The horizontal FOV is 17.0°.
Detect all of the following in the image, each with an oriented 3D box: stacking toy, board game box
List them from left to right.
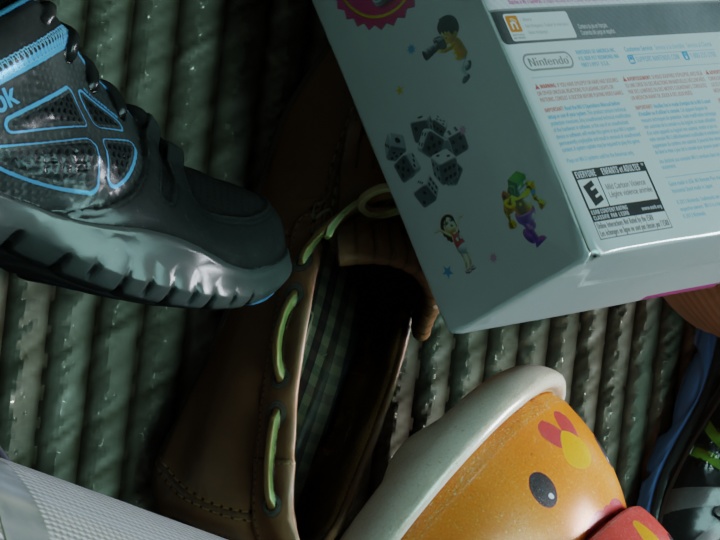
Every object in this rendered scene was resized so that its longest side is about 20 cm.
[{"bbox_3d":[0.057,-0.089,0.776,0.147,0.064,0.200,-8,71,-49],"label":"board game box"},{"bbox_3d":[0.085,0.140,0.793,0.146,0.200,0.146,-48,165,-17],"label":"stacking toy"}]

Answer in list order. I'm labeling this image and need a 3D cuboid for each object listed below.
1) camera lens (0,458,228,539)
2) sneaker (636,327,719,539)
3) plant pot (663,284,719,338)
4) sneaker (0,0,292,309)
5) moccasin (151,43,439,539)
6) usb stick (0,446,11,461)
[{"bbox_3d":[-0.102,0.127,0.603,0.200,0.160,0.160,25,77,-35],"label":"camera lens"},{"bbox_3d":[0.169,0.083,0.995,0.071,0.083,0.200,27,76,-48],"label":"sneaker"},{"bbox_3d":[0.162,-0.036,0.934,0.201,0.093,0.201,30,49,-42],"label":"plant pot"},{"bbox_3d":[-0.087,-0.036,0.679,0.200,0.073,0.082,15,83,-51],"label":"sneaker"},{"bbox_3d":[-0.001,-0.001,0.782,0.074,0.078,0.202,45,61,-41],"label":"moccasin"},{"bbox_3d":[-0.112,0.085,0.702,0.056,0.033,0.200,-58,135,-35],"label":"usb stick"}]
